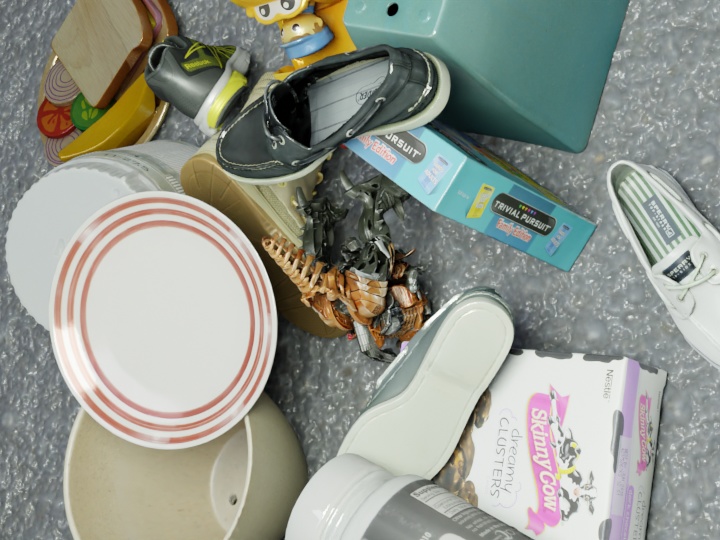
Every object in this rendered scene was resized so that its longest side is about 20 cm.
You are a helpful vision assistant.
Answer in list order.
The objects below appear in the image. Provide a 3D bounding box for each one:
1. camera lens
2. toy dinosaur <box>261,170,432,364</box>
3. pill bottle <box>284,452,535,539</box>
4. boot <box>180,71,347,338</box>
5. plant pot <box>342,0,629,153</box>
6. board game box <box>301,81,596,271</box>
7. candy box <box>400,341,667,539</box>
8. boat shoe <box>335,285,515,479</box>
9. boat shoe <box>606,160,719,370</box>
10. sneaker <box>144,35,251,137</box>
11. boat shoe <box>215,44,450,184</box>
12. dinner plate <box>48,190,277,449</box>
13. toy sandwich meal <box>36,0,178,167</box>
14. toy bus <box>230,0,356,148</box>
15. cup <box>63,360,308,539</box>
[{"bbox_3d":[-0.192,-0.026,1.401,0.159,0.200,0.161,3,100,17],"label":"camera lens"},{"bbox_3d":[0.000,0.000,1.268,0.102,0.200,0.137,-8,71,14],"label":"toy dinosaur"},{"bbox_3d":[0.051,0.213,1.142,0.199,0.113,0.114,25,93,30],"label":"pill bottle"},{"bbox_3d":[-0.051,-0.057,1.390,0.073,0.200,0.156,-25,22,41],"label":"boot"},{"bbox_3d":[0.088,-0.196,1.259,0.141,0.200,0.142,15,86,37],"label":"plant pot"},{"bbox_3d":[0.071,-0.076,1.239,0.151,0.200,0.047,39,101,36],"label":"board game box"},{"bbox_3d":[0.118,0.145,1.228,0.199,0.071,0.169,2,79,37],"label":"candy box"},{"bbox_3d":[0.048,0.094,1.224,0.200,0.073,0.062,-55,10,20],"label":"boat shoe"},{"bbox_3d":[0.236,0.001,1.183,0.074,0.067,0.200,-47,56,17],"label":"boat shoe"},{"bbox_3d":[-0.147,-0.180,1.449,0.075,0.084,0.200,-55,14,6],"label":"sneaker"},{"bbox_3d":[-0.036,-0.113,1.158,0.198,0.066,0.075,-11,72,34],"label":"boat shoe"},{"bbox_3d":[-0.152,0.038,1.273,0.199,0.024,0.202,1,94,22],"label":"dinner plate"},{"bbox_3d":[-0.256,-0.189,1.586,0.204,0.070,0.207,-10,72,34],"label":"toy sandwich meal"},{"bbox_3d":[-0.021,-0.199,1.346,0.135,0.200,0.193,-8,88,36],"label":"toy bus"},{"bbox_3d":[-0.125,0.170,1.352,0.199,0.143,0.202,-11,71,33],"label":"cup"}]
